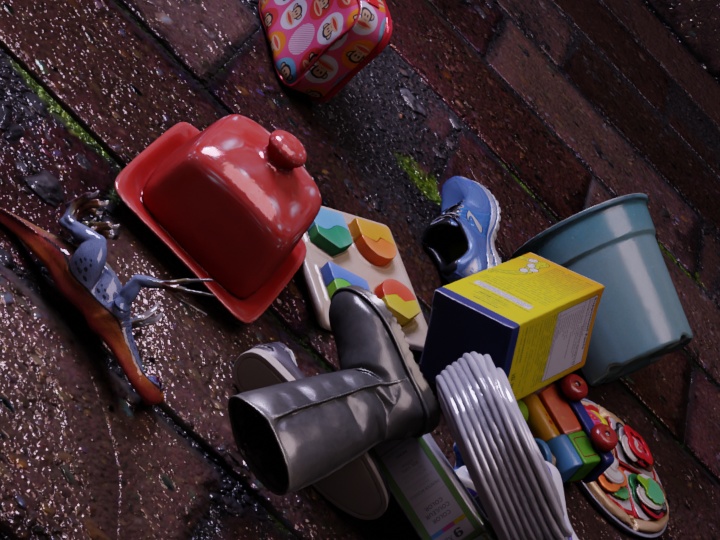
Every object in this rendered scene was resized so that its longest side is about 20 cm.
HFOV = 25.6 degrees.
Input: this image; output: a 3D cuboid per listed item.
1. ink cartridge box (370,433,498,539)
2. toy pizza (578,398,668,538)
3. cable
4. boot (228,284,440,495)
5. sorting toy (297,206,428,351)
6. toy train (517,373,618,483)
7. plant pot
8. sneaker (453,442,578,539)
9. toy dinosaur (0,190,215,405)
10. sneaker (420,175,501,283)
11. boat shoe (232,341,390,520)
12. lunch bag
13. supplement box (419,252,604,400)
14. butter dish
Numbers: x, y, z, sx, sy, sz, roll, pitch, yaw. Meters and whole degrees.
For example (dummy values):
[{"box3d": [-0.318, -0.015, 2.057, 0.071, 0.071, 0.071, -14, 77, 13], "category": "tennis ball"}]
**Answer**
[{"box3d": [0.082, 0.234, 1.518, 0.200, 0.059, 0.104, 55, 2, 22], "category": "ink cartridge box"}, {"box3d": [0.317, 0.236, 1.946, 0.200, 0.032, 0.201, 36, 31, -25], "category": "toy pizza"}, {"box3d": [0.128, 0.171, 1.454, 0.200, 0.069, 0.201, 64, 3, -55], "category": "cable"}, {"box3d": [-0.040, 0.104, 1.438, 0.199, 0.073, 0.182, -15, 58, -35], "category": "boot"}, {"box3d": [0.000, 0.000, 1.772, 0.199, 0.036, 0.186, 20, 40, -44], "category": "sorting toy"}, {"box3d": [0.201, 0.157, 1.840, 0.115, 0.085, 0.201, -5, 55, -39], "category": "toy train"}, {"box3d": [0.325, 0.032, 2.059, 0.200, 0.200, 0.197, -4, 65, -57], "category": "plant pot"}, {"box3d": [0.147, 0.260, 1.632, 0.146, 0.081, 0.201, 22, 40, -28], "category": "sneaker"}, {"box3d": [-0.231, 0.034, 1.395, 0.199, 0.105, 0.183, -2, 62, -11], "category": "toy dinosaur"}, {"box3d": [0.125, -0.053, 1.977, 0.089, 0.078, 0.201, 34, 31, -31], "category": "sneaker"}, {"box3d": [-0.035, 0.146, 1.502, 0.200, 0.073, 0.063, 48, 31, 7], "category": "boat shoe"}, {"box3d": [-0.038, -0.329, 1.974, 0.082, 0.176, 0.201, 24, 37, -39], "category": "lunch bag"}, {"box3d": [0.171, 0.066, 1.785, 0.109, 0.109, 0.200, 27, 28, 31], "category": "supplement box"}, {"box3d": [-0.113, -0.083, 1.588, 0.200, 0.148, 0.200, 47, 29, -6], "category": "butter dish"}]
